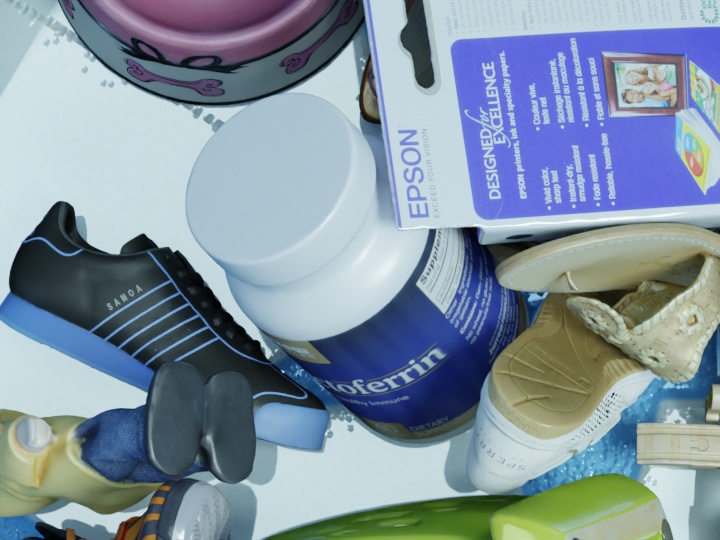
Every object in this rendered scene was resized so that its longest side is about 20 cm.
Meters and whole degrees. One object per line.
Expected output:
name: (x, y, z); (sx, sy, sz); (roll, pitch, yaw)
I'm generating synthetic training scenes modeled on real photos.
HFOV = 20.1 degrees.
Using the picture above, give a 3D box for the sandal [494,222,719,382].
sandal: (0.166, 0.021, 1.032); (0.211, 0.078, 0.070); (-1, 69, -38)

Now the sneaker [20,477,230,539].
sneaker: (-0.131, 0.159, 1.044); (0.111, 0.201, 0.078); (20, 53, 6)

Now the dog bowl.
dog bowl: (-0.084, -0.198, 1.138); (0.199, 0.074, 0.202); (0, 84, 1)

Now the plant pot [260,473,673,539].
plant pot: (0.066, 0.205, 1.001); (0.181, 0.200, 0.200); (-18, 83, 26)

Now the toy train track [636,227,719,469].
toy train track: (0.209, 0.052, 1.107); (0.114, 0.033, 0.201); (2, 70, 2)

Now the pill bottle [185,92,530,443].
pill bottle: (0.000, 0.000, 1.042); (0.115, 0.200, 0.116); (-15, 56, 23)

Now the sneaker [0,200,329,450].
sneaker: (-0.100, 0.031, 1.116); (0.199, 0.070, 0.078); (24, 89, 3)

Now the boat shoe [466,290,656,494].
boat shoe: (0.104, 0.059, 1.058); (0.071, 0.200, 0.070); (38, 120, 15)

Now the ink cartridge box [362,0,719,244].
ink cartridge box: (0.094, -0.113, 1.023); (0.199, 0.043, 0.200); (-3, 75, -16)

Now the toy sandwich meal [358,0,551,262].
toy sandwich meal: (0.105, -0.097, 1.127); (0.204, 0.070, 0.207); (0, 84, 0)

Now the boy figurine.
boy figurine: (-0.139, 0.095, 1.074); (0.124, 0.199, 0.065); (13, 73, -40)
